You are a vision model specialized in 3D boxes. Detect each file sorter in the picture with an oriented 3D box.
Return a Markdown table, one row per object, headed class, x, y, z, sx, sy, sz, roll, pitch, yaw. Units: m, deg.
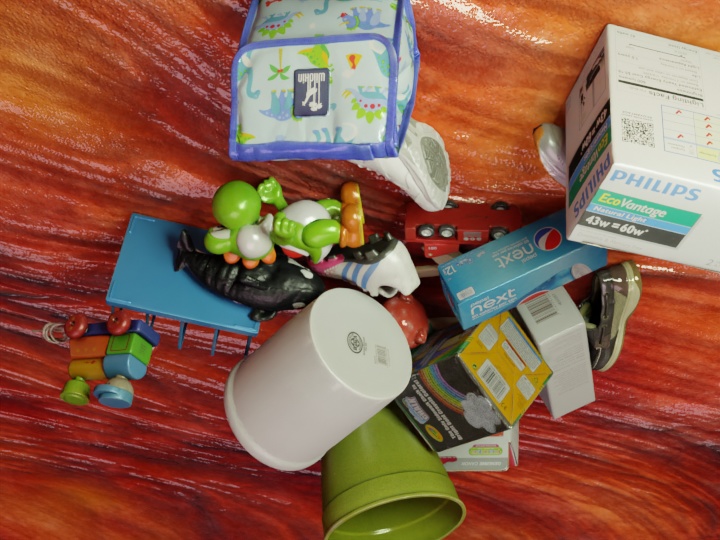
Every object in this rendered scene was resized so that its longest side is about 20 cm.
| class | x | y | z | sx | sy | sz | roll | pitch | yaw |
| --- | --- | --- | --- | --- | --- | --- | --- | --- | --- |
| file sorter | -0.231 | 0.031 | 1.465 | 0.199 | 0.139 | 0.123 | 13 | 148 | -5 |

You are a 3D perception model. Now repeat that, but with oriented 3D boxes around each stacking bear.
| class | x | y | z | sx | sy | sz | roll | pitch | yaw |
| --- | --- | --- | --- | --- | --- | --- | --- | --- | --- |
| stacking bear | 0.014 | 0.094 | 1.489 | 0.114 | 0.122 | 0.200 | -1 | 159 | -46 |

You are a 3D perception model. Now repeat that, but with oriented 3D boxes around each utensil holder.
| class | x | y | z | sx | sy | sz | roll | pitch | yaw |
| --- | --- | --- | --- | --- | --- | --- | --- | --- | --- |
| utensil holder | -0.056 | 0.138 | 1.375 | 0.170 | 0.170 | 0.200 | 27 | 134 | -23 |

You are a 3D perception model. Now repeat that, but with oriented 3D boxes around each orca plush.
| class | x | y | z | sx | sy | sz | roll | pitch | yaw |
| --- | --- | --- | --- | --- | --- | --- | --- | --- | --- |
| orca plush | -0.144 | -0.001 | 1.369 | 0.200 | 0.105 | 0.071 | 30 | 176 | 5 |

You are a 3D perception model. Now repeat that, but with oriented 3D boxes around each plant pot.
| class | x | y | z | sx | sy | sz | roll | pitch | yaw |
| --- | --- | --- | --- | --- | --- | --- | --- | --- | --- |
| plant pot | 0.025 | 0.276 | 1.505 | 0.200 | 0.193 | 0.201 | -11 | 144 | -8 |

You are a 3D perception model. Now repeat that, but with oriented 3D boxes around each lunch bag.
| class | x | y | z | sx | sy | sz | roll | pitch | yaw |
| --- | --- | --- | --- | --- | --- | --- | --- | --- | --- |
| lunch bag | -0.035 | -0.188 | 1.074 | 0.169 | 0.201 | 0.128 | -1 | 143 | 13 |

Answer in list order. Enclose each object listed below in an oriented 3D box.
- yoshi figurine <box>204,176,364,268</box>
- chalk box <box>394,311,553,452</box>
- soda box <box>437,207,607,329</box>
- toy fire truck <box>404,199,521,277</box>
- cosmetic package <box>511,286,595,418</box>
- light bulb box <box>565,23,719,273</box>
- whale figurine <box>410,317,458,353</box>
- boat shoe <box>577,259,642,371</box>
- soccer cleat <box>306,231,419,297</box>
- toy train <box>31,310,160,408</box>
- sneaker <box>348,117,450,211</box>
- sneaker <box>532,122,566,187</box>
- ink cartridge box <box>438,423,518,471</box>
| class | x | y | z | sx | sy | sz | roll | pitch | yaw |
| --- | --- | --- | --- | --- | --- | --- | --- | --- | --- |
| yoshi figurine | -0.098 | -0.071 | 1.314 | 0.199 | 0.112 | 0.112 | -8 | 164 | 4 |
| chalk box | 0.129 | 0.149 | 1.426 | 0.125 | 0.124 | 0.200 | 53 | 140 | -7 |
| soda box | 0.200 | -0.006 | 1.314 | 0.199 | 0.064 | 0.068 | -24 | 146 | -3 |
| toy fire truck | 0.107 | -0.029 | 1.388 | 0.199 | 0.049 | 0.141 | 2 | 144 | 7 |
| cosmetic package | 0.266 | 0.106 | 1.483 | 0.074 | 0.102 | 0.200 | -25 | 141 | -1 |
| light bulb box | 0.321 | -0.121 | 1.093 | 0.198 | 0.201 | 0.125 | 13 | 143 | -5 |
| whale figurine | 0.126 | 0.125 | 1.545 | 0.200 | 0.104 | 0.159 | -21 | 134 | 31 |
| boat shoe | 0.322 | 0.062 | 1.444 | 0.065 | 0.073 | 0.200 | -2 | 134 | -7 |
| soccer cleat | 0.000 | 0.000 | 1.368 | 0.086 | 0.070 | 0.200 | 55 | 156 | -20 |
| toy train | -0.368 | 0.125 | 1.414 | 0.199 | 0.116 | 0.085 | -6 | 147 | 25 |
| sneaker | 0.029 | -0.142 | 1.242 | 0.099 | 0.078 | 0.200 | -13 | 130 | 37 |
| sneaker | 0.283 | -0.129 | 1.210 | 0.200 | 0.076 | 0.092 | 22 | 135 | -30 |
| ink cartridge box | 0.138 | 0.245 | 1.643 | 0.199 | 0.176 | 0.084 | -3 | 143 | 16 |
